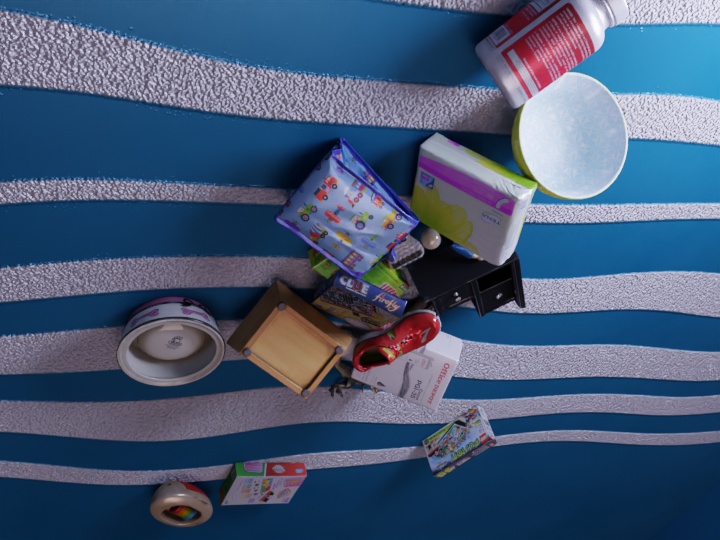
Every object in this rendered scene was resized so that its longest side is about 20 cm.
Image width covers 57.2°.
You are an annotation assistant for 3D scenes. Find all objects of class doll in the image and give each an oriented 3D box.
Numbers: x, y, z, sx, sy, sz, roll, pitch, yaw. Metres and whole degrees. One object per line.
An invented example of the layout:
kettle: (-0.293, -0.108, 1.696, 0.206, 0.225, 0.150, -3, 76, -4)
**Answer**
doll: (0.205, -0.085, 1.218, 0.197, 0.048, 0.138, -20, 97, -2)

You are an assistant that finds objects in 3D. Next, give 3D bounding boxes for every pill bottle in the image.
pill bottle: (0.276, -0.340, 0.957, 0.199, 0.113, 0.112, -34, 136, 17)

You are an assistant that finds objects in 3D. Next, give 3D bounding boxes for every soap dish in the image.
soap dish: (-0.133, 0.141, 1.271, 0.199, 0.081, 0.158, 39, 95, -19)

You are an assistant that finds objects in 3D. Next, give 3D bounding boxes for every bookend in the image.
bookend: (0.216, 0.033, 1.319, 0.198, 0.093, 0.199, -24, 145, 2)

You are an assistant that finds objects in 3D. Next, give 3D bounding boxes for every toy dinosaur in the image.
toy dinosaur: (-0.030, 0.254, 1.514, 0.088, 0.048, 0.200, -44, 142, 7)

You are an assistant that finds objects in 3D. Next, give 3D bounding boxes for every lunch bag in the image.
lunch bag: (-0.013, -0.084, 1.074, 0.200, 0.094, 0.150, 42, 116, -10)

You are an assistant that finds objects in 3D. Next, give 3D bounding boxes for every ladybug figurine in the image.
ladybug figurine: (-0.463, 0.604, 1.713, 0.134, 0.072, 0.201, -25, 137, 7)

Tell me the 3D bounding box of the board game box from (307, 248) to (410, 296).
board game box: (0.000, 0.000, 1.264, 0.101, 0.048, 0.200, -34, 136, 16)

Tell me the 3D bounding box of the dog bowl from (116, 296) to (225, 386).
dog bowl: (-0.359, 0.132, 1.255, 0.197, 0.074, 0.202, -10, 137, -9)

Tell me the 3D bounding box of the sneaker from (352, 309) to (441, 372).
sneaker: (0.070, 0.147, 1.281, 0.199, 0.085, 0.077, -30, 105, 22)

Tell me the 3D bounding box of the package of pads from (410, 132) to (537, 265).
package of pads: (0.180, -0.115, 1.104, 0.068, 0.199, 0.156, -39, 150, -35)

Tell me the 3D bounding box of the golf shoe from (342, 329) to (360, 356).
golf shoe: (-0.086, 0.183, 1.389, 0.197, 0.098, 0.079, -6, 136, -15)

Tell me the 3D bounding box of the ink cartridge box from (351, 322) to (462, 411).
ink cartridge box: (0.098, 0.186, 1.389, 0.198, 0.083, 0.148, 21, 120, 3)

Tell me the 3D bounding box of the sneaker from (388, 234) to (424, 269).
sneaker: (0.063, -0.062, 1.207, 0.074, 0.082, 0.200, -27, 157, 8)

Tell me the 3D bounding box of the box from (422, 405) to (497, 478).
box: (0.268, 0.469, 1.804, 0.199, 0.111, 0.035, -39, 134, 21)

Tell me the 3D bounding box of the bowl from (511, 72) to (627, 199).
bowl: (0.328, -0.212, 1.096, 0.197, 0.203, 0.108, -6, 180, -13)

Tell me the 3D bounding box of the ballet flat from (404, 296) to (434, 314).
ballet flat: (0.096, 0.121, 1.425, 0.200, 0.047, 0.067, -41, 133, 23)

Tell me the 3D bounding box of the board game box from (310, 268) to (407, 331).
board game box: (-0.009, 0.060, 1.220, 0.134, 0.035, 0.200, 26, 162, -10)

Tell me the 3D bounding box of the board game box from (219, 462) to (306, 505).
board game box: (-0.263, 0.576, 1.778, 0.198, 0.041, 0.154, 9, 131, -27)
